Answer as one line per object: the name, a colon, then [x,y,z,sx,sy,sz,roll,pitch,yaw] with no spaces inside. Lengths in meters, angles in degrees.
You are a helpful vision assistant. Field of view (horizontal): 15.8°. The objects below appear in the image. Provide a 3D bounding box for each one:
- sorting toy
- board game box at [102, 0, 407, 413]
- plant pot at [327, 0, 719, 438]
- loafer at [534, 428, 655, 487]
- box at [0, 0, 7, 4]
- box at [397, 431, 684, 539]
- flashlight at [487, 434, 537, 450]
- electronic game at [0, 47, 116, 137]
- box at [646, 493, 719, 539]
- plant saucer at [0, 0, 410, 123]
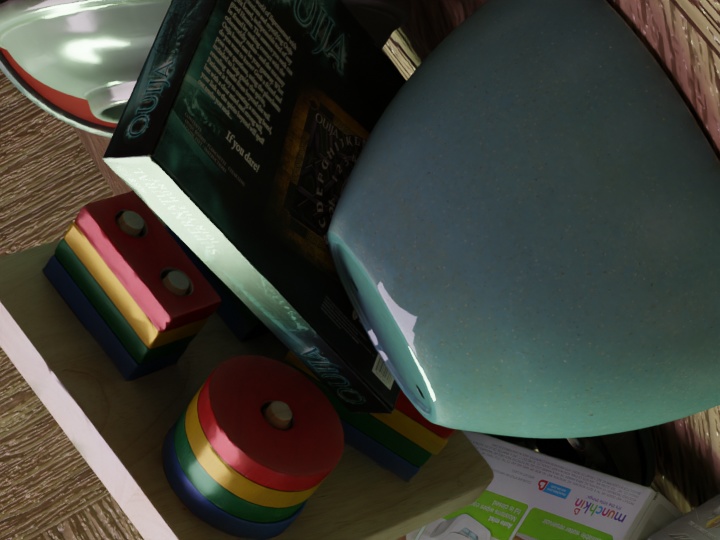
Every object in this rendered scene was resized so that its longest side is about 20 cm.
sorting toy: [-0.046,0.039,1.211,0.199,0.200,0.070,51,128,17]
board game box: [-0.023,-0.046,1.117,0.028,0.136,0.200,-1,146,35]
plant pot: [0.066,-0.008,1.083,0.200,0.135,0.200,58,171,14]
loafer: [0.107,0.067,1.332,0.072,0.063,0.200,56,170,32]
box: [-0.110,-0.178,1.346,0.036,0.200,0.143,62,172,-13]
box: [0.065,0.184,1.336,0.200,0.177,0.097,14,159,50]
flashlight: [0.066,0.052,1.378,0.068,0.068,0.200,17,164,18]
electronic game: [-0.121,-0.172,1.440,0.200,0.200,0.042,62,179,-11]
box: [0.214,0.198,1.177,0.159,0.048,0.200,63,171,-12]
plant saucer: [-0.075,-0.099,1.215,0.200,0.200,0.050,145,122,-82]
